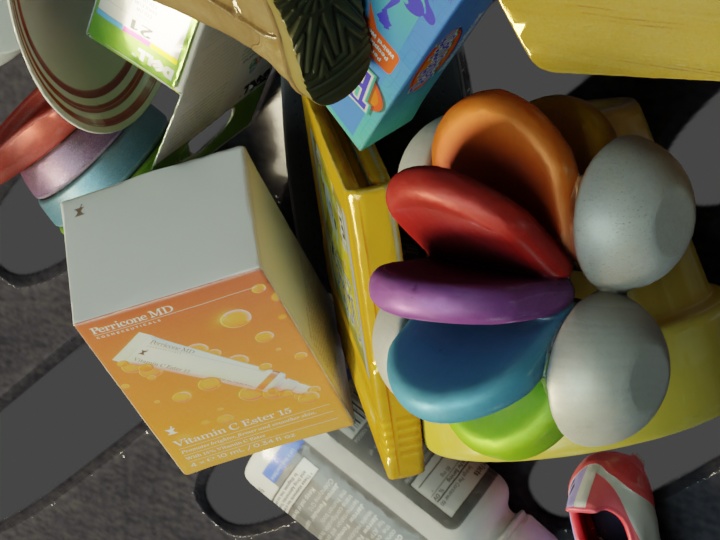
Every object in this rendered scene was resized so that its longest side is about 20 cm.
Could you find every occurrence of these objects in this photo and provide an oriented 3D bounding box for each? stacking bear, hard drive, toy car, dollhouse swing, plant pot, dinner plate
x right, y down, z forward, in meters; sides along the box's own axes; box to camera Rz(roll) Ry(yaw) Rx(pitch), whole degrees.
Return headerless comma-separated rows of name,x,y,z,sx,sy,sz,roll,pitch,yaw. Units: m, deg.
stacking bear,-0.150,-0.044,1.584,0.121,0.114,0.200,-34,109,26
hard drive,0.018,-0.071,1.510,0.134,0.042,0.201,10,123,25
toy car,0.071,0.001,1.241,0.175,0.150,0.201,11,92,40
dollhouse swing,0.187,-0.126,1.276,0.181,0.200,0.176,5,121,28
plant pot,0.120,-0.001,1.409,0.200,0.201,0.190,-6,98,33
dinner plate,-0.172,-0.185,1.448,0.024,0.200,0.201,-2,117,26

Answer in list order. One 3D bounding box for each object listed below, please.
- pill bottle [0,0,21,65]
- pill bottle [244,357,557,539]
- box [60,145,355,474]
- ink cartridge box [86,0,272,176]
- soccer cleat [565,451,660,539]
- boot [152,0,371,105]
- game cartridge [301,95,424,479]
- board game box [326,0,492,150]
pill bottle,-0.268,-0.184,1.511,0.200,0.110,0.111,15,132,63
pill bottle,0.030,0.159,1.597,0.200,0.114,0.114,39,130,5
box,-0.094,0.029,1.483,0.124,0.098,0.200,-17,144,9
ink cartridge box,-0.105,-0.156,1.461,0.076,0.148,0.200,33,129,11
soccer cleat,0.185,0.215,1.563,0.066,0.076,0.201,-8,113,33
boot,-0.088,-0.189,1.238,0.200,0.066,0.176,35,146,35
game cartridge,0.000,0.000,1.435,0.032,0.176,0.201,-10,119,-7
board game box,-0.002,-0.172,1.240,0.152,0.045,0.200,53,154,9
